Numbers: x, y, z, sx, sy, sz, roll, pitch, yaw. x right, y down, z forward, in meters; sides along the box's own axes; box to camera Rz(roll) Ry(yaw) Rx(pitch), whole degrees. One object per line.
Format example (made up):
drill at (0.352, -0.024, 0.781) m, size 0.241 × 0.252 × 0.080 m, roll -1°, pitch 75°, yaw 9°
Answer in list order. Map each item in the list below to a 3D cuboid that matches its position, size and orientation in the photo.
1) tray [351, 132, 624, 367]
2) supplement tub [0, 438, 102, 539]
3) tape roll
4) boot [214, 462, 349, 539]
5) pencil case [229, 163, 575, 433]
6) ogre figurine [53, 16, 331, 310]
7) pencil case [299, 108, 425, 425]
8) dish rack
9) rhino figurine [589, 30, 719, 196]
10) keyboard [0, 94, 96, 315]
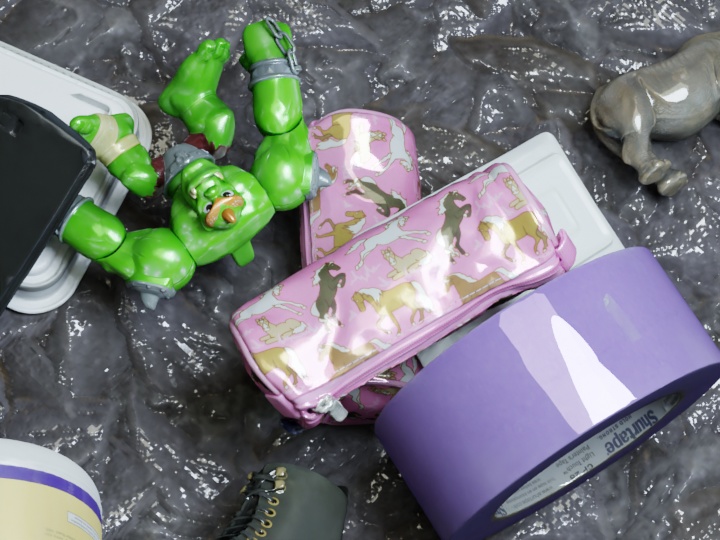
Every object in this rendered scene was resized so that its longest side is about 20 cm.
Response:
tray at (0.091, -0.015, 1.210) m, size 0.200 × 0.022 × 0.108 m, roll -30°, pitch 86°, yaw -38°
supplement tub at (-0.213, 0.210, 1.043) m, size 0.145 × 0.146 × 0.200 m, roll -2°, pitch 56°, yaw -7°
tape roll at (0.113, 0.077, 1.123) m, size 0.200 × 0.200 × 0.085 m, roll -29°, pitch 73°, yaw -17°
boot at (-0.078, 0.159, 1.094) m, size 0.077 × 0.200 × 0.139 m, roll -10°, pitch 58°, yaw 29°
pencil case at (0.024, 0.014, 1.103) m, size 0.200 × 0.083 × 0.087 m, roll -31°, pitch 87°, yaw -5°
ogre figurine at (-0.105, -0.063, 1.181) m, size 0.200 × 0.098 × 0.120 m, roll -31°, pitch 76°, yaw -27°
pencil case at (0.000, 0.000, 1.208) m, size 0.086 × 0.083 × 0.201 m, roll -11°, pitch 68°, yaw 15°
dish rack at (-0.252, -0.080, 1.233) m, size 0.200 × 0.044 × 0.172 m, roll 24°, pitch 66°, yaw 3°
rhino figurine at (0.246, -0.125, 1.300) m, size 0.200 × 0.060 × 0.088 m, roll -27°, pitch 62°, yaw -20°
keyboard at (-0.248, -0.023, 1.172) m, size 0.104 × 0.040 × 0.200 m, roll 37°, pitch 104°, yaw 3°
